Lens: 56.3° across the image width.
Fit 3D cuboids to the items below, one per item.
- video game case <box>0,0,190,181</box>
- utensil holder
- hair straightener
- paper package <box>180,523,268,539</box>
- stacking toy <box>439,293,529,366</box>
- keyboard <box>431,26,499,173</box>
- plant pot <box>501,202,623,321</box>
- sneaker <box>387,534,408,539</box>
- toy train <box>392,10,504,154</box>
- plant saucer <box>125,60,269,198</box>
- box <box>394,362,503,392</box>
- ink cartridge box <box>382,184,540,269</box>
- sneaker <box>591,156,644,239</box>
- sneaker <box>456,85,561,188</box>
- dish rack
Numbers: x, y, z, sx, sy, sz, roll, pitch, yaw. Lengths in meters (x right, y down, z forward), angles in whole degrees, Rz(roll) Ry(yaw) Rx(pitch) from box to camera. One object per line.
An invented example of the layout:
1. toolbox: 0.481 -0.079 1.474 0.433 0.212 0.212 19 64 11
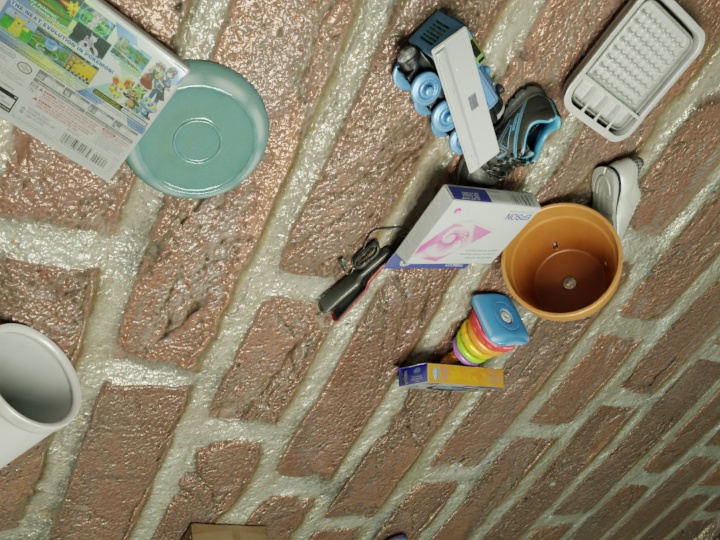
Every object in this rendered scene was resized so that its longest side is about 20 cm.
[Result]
1. video game case: -0.330 -0.225 0.773 0.199 0.022 0.182 33 111 -30
2. utensil holder: -0.542 0.203 0.975 0.199 0.171 0.170 -34 134 11
3. hair straightener: 0.000 0.000 1.113 0.200 0.041 0.077 -43 132 16
4. paper package: -0.323 0.667 1.517 0.198 0.104 0.191 17 123 -34
5. stacking toy: 0.218 0.142 1.304 0.115 0.111 0.200 4 143 -37
6. keyboard: 0.143 -0.220 0.894 0.056 0.011 0.201 -41 134 -14
7. plant pot: 0.358 0.003 1.176 0.199 0.201 0.140 -35 149 9
8. sneaker: 0.103 0.786 1.816 0.073 0.083 0.202 -11 131 -12
9. toy train: 0.129 -0.249 0.923 0.114 0.087 0.200 -42 132 8
10. plant saucer: -0.214 -0.173 0.882 0.197 0.028 0.202 -12 132 -14
11. box: 0.167 0.212 1.322 0.197 0.042 0.119 6 164 -24
12. ink cartridge box: 0.163 -0.052 1.090 0.194 0.044 0.201 -1 141 -35
13. sneaker: 0.458 -0.107 1.196 0.080 0.077 0.202 -24 136 -15
14. sneaker: 0.220 -0.180 1.021 0.072 0.082 0.201 14 124 -35
15. dish rack: 0.404 -0.308 1.014 0.170 0.044 0.201 20 119 -34
